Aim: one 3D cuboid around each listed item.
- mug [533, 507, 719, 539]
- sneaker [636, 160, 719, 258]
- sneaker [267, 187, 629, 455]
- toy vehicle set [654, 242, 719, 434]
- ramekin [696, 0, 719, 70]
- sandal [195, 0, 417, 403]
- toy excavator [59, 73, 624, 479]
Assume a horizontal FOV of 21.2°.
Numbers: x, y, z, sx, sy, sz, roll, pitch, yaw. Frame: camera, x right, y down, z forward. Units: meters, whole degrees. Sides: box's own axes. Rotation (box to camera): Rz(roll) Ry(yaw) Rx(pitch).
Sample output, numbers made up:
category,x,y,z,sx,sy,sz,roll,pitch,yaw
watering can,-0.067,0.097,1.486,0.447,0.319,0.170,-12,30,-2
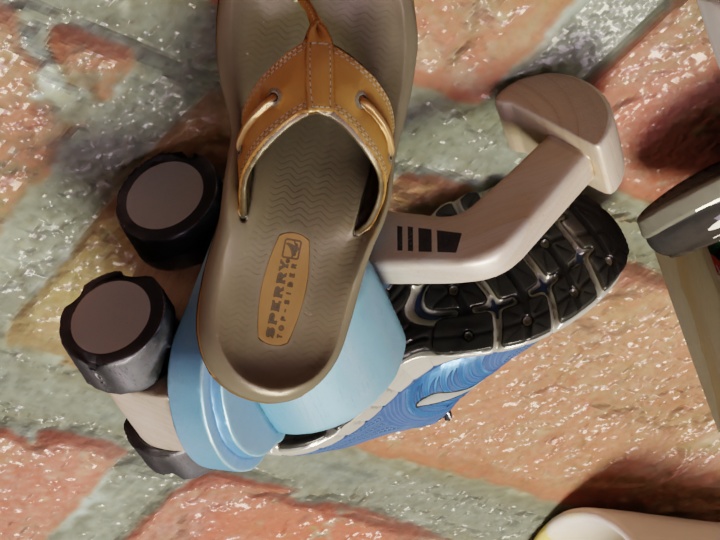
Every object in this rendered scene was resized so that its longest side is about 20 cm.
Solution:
category,x,y,z,sx,sy,sz,roll,pitch,yaw
mug,0.184,0.206,1.147,0.152,0.186,0.150,0,108,-30
sneaker,0.232,-0.015,0.868,0.199,0.107,0.075,-17,-176,4
sneaker,0.034,0.026,0.914,0.199,0.079,0.089,-27,165,5
toy vehicle set,0.233,0.044,0.942,0.199,0.125,0.027,18,132,-34
ramekin,0.207,-0.081,0.730,0.094,0.203,0.203,-25,141,0
sandal,-0.021,-0.044,0.733,0.080,0.054,0.201,8,96,-9
toy excavator,0.000,0.000,0.825,0.199,0.195,0.100,6,147,21
